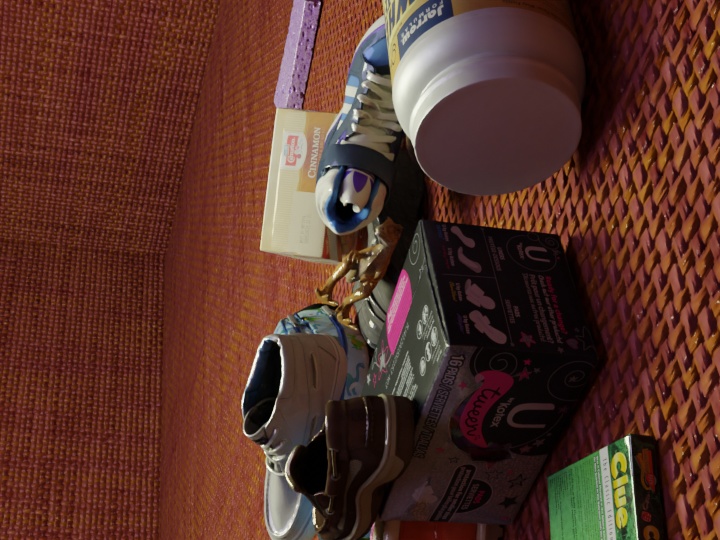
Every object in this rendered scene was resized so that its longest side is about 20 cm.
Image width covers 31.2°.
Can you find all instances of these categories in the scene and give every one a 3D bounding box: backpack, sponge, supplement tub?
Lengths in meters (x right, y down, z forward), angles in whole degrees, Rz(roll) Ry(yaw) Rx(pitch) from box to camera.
[{"bbox_3d":[-0.049,0.126,1.458,0.200,0.153,0.164,26,103,62],"label":"backpack"},{"bbox_3d":[-0.101,-0.345,2.059,0.112,0.030,0.201,-112,31,-62],"label":"sponge"},{"bbox_3d":[0.092,-0.171,0.979,0.145,0.144,0.201,113,159,-48],"label":"supplement tub"}]

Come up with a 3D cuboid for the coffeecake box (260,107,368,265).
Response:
[{"bbox_3d":[-0.040,-0.087,1.442,0.200,0.073,0.154,11,-95,-75],"label":"coffeecake box"}]

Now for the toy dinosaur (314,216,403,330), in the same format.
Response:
[{"bbox_3d":[0.000,0.000,1.269,0.106,0.060,0.200,-55,11,-18],"label":"toy dinosaur"}]

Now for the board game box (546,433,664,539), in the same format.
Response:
[{"bbox_3d":[0.153,0.211,0.790,0.105,0.023,0.201,132,143,-59],"label":"board game box"}]

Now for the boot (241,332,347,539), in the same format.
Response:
[{"bbox_3d":[-0.074,0.152,1.159,0.073,0.095,0.201,8,89,39],"label":"boot"}]

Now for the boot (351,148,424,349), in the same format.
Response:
[{"bbox_3d":[0.019,-0.025,1.350,0.132,0.069,0.201,114,159,-47],"label":"boot"}]

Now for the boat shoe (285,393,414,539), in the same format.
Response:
[{"bbox_3d":[-0.020,0.145,0.963,0.203,0.074,0.075,112,158,-53],"label":"boat shoe"}]

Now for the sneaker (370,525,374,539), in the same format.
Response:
[{"bbox_3d":[0.053,0.179,1.151,0.095,0.079,0.201,84,-165,-85],"label":"sneaker"}]

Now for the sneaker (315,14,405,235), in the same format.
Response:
[{"bbox_3d":[0.015,-0.123,1.187,0.147,0.080,0.200,-88,21,-46],"label":"sneaker"}]

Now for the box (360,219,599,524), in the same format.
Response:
[{"bbox_3d":[0.082,0.081,0.963,0.132,0.114,0.200,-100,19,-45],"label":"box"}]

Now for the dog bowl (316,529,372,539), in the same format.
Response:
[{"bbox_3d":[0.007,0.185,1.199,0.200,0.049,0.112,-23,-60,-75],"label":"dog bowl"}]

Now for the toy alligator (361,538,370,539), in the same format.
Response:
[{"bbox_3d":[-0.013,0.268,1.263,0.054,0.059,0.200,24,155,41],"label":"toy alligator"}]

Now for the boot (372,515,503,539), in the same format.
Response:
[{"bbox_3d":[0.048,0.264,1.036,0.075,0.107,0.201,-175,90,-74],"label":"boot"}]

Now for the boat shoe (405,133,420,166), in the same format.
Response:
[{"bbox_3d":[0.094,-0.188,1.163,0.076,0.071,0.201,-80,10,-65],"label":"boat shoe"}]
